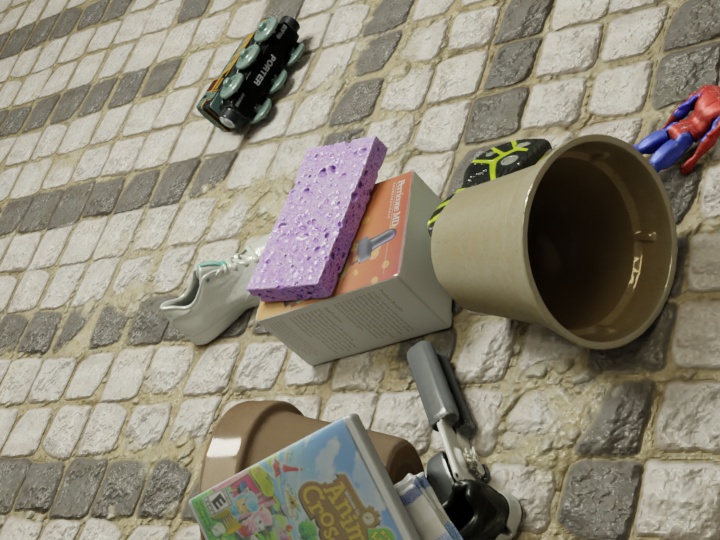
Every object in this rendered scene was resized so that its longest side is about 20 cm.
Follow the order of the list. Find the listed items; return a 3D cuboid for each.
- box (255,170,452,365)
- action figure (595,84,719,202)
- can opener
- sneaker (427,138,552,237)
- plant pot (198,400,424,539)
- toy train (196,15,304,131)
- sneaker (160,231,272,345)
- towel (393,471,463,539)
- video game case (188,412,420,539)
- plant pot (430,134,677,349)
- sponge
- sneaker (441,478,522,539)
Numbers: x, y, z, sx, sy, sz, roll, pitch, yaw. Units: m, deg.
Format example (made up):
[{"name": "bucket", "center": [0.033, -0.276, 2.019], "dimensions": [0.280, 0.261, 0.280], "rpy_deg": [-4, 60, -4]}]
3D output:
[{"name": "box", "center": [0.000, 0.000, 1.428], "dimensions": [0.200, 0.106, 0.152], "rpy_deg": [-19, 46, 32]}, {"name": "action figure", "center": [0.321, -0.133, 1.290], "dimensions": [0.200, 0.052, 0.065], "rpy_deg": [-35, 44, 7]}, {"name": "can opener", "center": [0.080, 0.154, 1.260], "dimensions": [0.066, 0.053, 0.200], "rpy_deg": [-33, 40, 18]}, {"name": "sneaker", "center": [0.149, -0.075, 1.389], "dimensions": [0.075, 0.076, 0.200], "rpy_deg": [6, 44, 49]}, {"name": "plant pot", "center": [-0.035, 0.222, 1.213], "dimensions": [0.174, 0.200, 0.200], "rpy_deg": [-5, 53, 25]}, {"name": "toy train", "center": [-0.163, -0.293, 1.867], "dimensions": [0.114, 0.085, 0.200], "rpy_deg": [1, 57, 55]}, {"name": "sneaker", "center": [-0.165, 0.007, 1.592], "dimensions": [0.200, 0.088, 0.075], "rpy_deg": [-42, 37, 5]}, {"name": "towel", "center": [0.046, 0.295, 1.097], "dimensions": [0.147, 0.024, 0.200], "rpy_deg": [-35, 78, 17]}, {"name": "video game case", "center": [-0.036, 0.253, 1.103], "dimensions": [0.182, 0.022, 0.200], "rpy_deg": [-30, 80, 18]}, {"name": "plant pot", "center": [0.175, -0.025, 1.239], "dimensions": [0.183, 0.200, 0.201], "rpy_deg": [-2, 55, 56]}, {"name": "sponge", "center": [-0.047, -0.058, 1.412], "dimensions": [0.112, 0.030, 0.200], "rpy_deg": [-4, 54, 42]}, {"name": "sneaker", "center": [0.062, 0.270, 1.142], "dimensions": [0.200, 0.090, 0.066], "rpy_deg": [-53, 40, -8]}]
